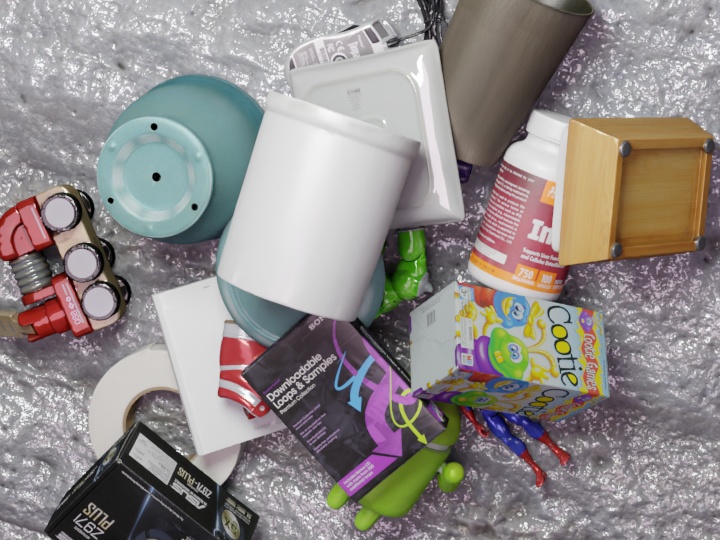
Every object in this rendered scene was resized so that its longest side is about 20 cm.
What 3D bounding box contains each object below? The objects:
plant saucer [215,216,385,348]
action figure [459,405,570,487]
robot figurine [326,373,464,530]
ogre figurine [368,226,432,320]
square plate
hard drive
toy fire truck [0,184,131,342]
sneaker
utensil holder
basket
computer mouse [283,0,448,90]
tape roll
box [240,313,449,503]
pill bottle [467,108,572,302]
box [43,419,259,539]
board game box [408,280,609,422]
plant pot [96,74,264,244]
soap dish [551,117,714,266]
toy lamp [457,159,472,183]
[{"bbox_3d":[-0.072,0.007,1.605,0.198,0.027,0.202,3,107,10],"label":"plant saucer"},{"bbox_3d":[0.163,0.167,1.693,0.200,0.052,0.065,46,108,1],"label":"action figure"},{"bbox_3d":[0.041,0.209,1.684,0.175,0.116,0.201,35,104,10],"label":"robot figurine"},{"bbox_3d":[0.000,0.000,1.663,0.199,0.098,0.121,-24,85,3],"label":"ogre figurine"},{"bbox_3d":[0.011,-0.140,1.577,0.199,0.028,0.200,-6,97,33],"label":"square plate"},{"bbox_3d":[-0.162,0.108,1.715,0.131,0.026,0.201,-17,94,-13],"label":"hard drive"},{"bbox_3d":[-0.399,0.008,1.730,0.199,0.129,0.177,-23,96,3],"label":"toy fire truck"},{"bbox_3d":[-0.074,0.130,1.687,0.198,0.071,0.113,11,84,-6],"label":"sneaker"},{"bbox_3d":[-0.048,-0.067,1.484,0.169,0.170,0.201,20,95,5],"label":"utensil holder"},{"bbox_3d":[0.147,-0.228,1.568,0.136,0.180,0.201,36,114,20],"label":"basket"},{"bbox_3d":[0.008,-0.256,1.641,0.199,0.044,0.110,-16,102,6],"label":"computer mouse"},{"bbox_3d":[-0.240,0.192,1.769,0.201,0.037,0.204,2,102,9],"label":"tape roll"},{"bbox_3d":[-0.018,0.143,1.599,0.143,0.036,0.200,-41,93,16],"label":"box"},{"bbox_3d":[0.202,-0.074,1.604,0.112,0.113,0.201,18,104,6],"label":"pill bottle"},{"bbox_3d":[-0.254,0.310,1.733,0.200,0.086,0.164,41,118,-12],"label":"box"},{"bbox_3d":[0.166,0.094,1.586,0.199,0.105,0.104,11,63,-25],"label":"board game box"},{"bbox_3d":[-0.211,-0.119,1.627,0.198,0.188,0.202,2,101,10],"label":"plant pot"},{"bbox_3d":[0.301,-0.086,1.547,0.081,0.199,0.159,16,106,48],"label":"soap dish"},{"bbox_3d":[0.034,-0.144,1.649,0.199,0.058,0.059,15,103,7],"label":"toy lamp"}]
